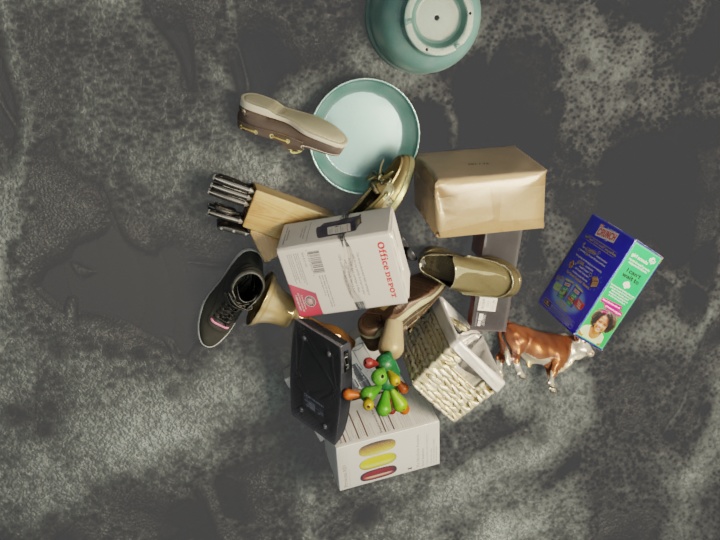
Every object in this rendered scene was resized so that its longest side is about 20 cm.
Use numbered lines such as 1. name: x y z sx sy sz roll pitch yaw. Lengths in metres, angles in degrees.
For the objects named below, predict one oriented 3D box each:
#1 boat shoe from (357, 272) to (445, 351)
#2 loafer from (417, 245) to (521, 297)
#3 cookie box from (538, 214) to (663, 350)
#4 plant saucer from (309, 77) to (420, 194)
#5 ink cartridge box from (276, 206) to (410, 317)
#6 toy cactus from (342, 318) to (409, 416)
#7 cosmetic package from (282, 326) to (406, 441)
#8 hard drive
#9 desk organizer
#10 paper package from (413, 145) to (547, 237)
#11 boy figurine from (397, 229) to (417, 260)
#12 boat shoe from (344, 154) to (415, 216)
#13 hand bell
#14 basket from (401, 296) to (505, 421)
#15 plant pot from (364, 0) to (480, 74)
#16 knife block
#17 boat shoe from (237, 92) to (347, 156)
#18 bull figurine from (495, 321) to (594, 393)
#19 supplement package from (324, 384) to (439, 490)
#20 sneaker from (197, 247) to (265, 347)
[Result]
1. boat shoe: 0.078 0.076 1.665 0.201 0.074 0.076 -32 131 -23
2. loafer: 0.188 0.009 1.613 0.197 0.067 0.077 12 108 23
3. cookie box: 0.440 0.018 1.676 0.074 0.171 0.202 26 102 -20
4. plant saucer: 0.005 -0.236 1.584 0.196 0.036 0.203 -3 109 -9
5. ink cartridge box: -0.024 -0.013 1.531 0.197 0.085 0.146 -8 124 13
6. toy cactus: 0.040 0.169 1.568 0.101 0.200 0.168 3 74 21
7. cosmetic package: -0.027 0.209 1.713 0.198 0.052 0.152 -29 108 0
8. hard drive: -0.069 0.191 1.589 0.042 0.134 0.203 -21 126 -40
9. desk organizer: 0.242 0.004 1.683 0.070 0.077 0.203 3 107 -11
10. paper package: 0.202 -0.141 1.568 0.196 0.191 0.105 -6 113 -8
11. boy figurine: 0.000 0.000 1.644 0.198 0.064 0.125 -33 113 -3
12. boat shoe: 0.023 -0.119 1.565 0.062 0.073 0.202 30 97 -20
13. hand bell: -0.096 0.093 1.629 0.198 0.104 0.105 28 101 -15
14. basket: 0.160 0.162 1.658 0.123 0.201 0.135 -44 110 12
15. plant pot: 0.115 -0.420 1.494 0.197 0.134 0.204 -3 109 -10
16. knife block: -0.163 -0.117 1.575 0.198 0.064 0.177 -25 111 -2
17. boat shoe: -0.116 -0.234 1.521 0.197 0.072 0.060 23 121 7
18. bull figurine: 0.353 0.164 1.753 0.197 0.065 0.123 15 72 -7
19. supplement package: 0.037 0.308 1.677 0.197 0.110 0.115 -13 125 -12
20. sneaker: -0.232 0.061 1.600 0.070 0.099 0.202 27 102 -19
